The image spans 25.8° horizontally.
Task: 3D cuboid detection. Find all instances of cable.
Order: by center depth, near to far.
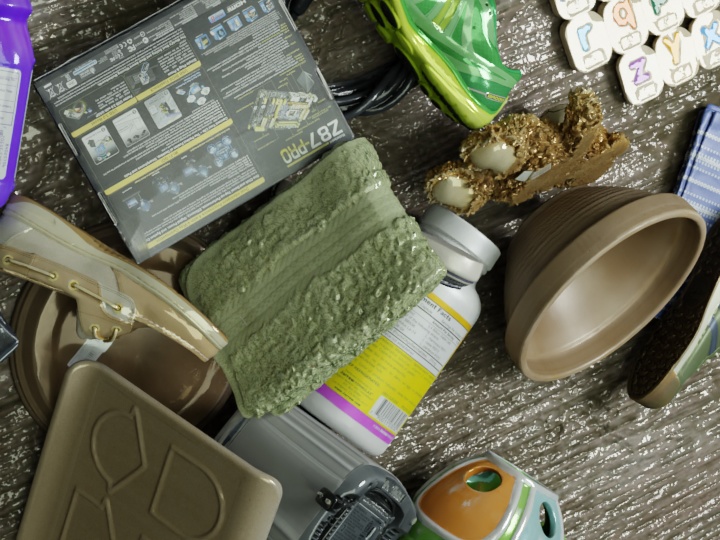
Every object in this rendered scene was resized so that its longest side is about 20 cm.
[{"bbox_3d":[0.000,-0.214,1.272,0.199,0.051,0.164,-31,110,-13],"label":"cable"}]

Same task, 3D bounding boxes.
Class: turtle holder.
[{"bbox_3d":[0.121,0.240,1.367,0.185,0.141,0.132,33,88,-24],"label":"turtle holder"}]

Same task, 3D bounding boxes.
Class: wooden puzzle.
[{"bbox_3d":[-0.163,0.189,1.226,0.046,0.199,0.186,-22,137,-60],"label":"wooden puzzle"}]

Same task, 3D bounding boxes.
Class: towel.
[{"bbox_3d":[-0.041,0.007,1.203,0.199,0.036,0.149,-37,71,16],"label":"towel"},{"bbox_3d":[0.339,-0.040,1.464,0.144,0.024,0.202,17,96,-26],"label":"towel"}]

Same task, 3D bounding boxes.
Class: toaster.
[{"bbox_3d":[-0.046,0.180,1.264,0.114,0.129,0.200,-53,155,-5],"label":"toaster"}]

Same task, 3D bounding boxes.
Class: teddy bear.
[{"bbox_3d":[0.135,-0.101,1.302,0.199,0.145,0.067,-21,68,-29],"label":"teddy bear"}]

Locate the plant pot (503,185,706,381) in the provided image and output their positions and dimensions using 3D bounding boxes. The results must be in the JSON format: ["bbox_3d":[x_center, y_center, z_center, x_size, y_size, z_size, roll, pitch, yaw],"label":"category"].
[{"bbox_3d":[0.190,-0.006,1.346,0.200,0.093,0.201,-30,152,-18],"label":"plant pot"}]

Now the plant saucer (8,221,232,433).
[{"bbox_3d":[-0.183,0.059,1.269,0.198,0.029,0.202,-5,104,-20],"label":"plant saucer"}]

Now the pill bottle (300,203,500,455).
[{"bbox_3d":[0.031,0.046,1.310,0.104,0.104,0.201,37,86,-24],"label":"pill bottle"}]

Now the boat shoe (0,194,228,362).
[{"bbox_3d":[-0.196,0.021,1.195,0.199,0.074,0.069,32,82,4],"label":"boat shoe"}]

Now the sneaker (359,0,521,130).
[{"bbox_3d":[0.058,-0.206,1.240,0.083,0.074,0.200,-42,118,-11],"label":"sneaker"}]

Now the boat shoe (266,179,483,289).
[{"bbox_3d":[0.000,0.000,1.250,0.074,0.199,0.093,18,94,-56],"label":"boat shoe"}]

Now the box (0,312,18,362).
[{"bbox_3d":[-0.358,0.000,1.092,0.123,0.198,0.200,-43,113,-6],"label":"box"}]

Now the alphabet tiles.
[{"bbox_3d":[0.256,-0.257,1.385,0.199,0.015,0.197,-27,110,-15],"label":"alphabet tiles"}]

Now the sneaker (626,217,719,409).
[{"bbox_3d":[0.329,0.050,1.432,0.090,0.067,0.201,31,87,-22],"label":"sneaker"}]

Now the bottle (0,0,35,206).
[{"bbox_3d":[-0.284,-0.149,1.162,0.083,0.065,0.202,9,97,-10],"label":"bottle"}]

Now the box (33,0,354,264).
[{"bbox_3d":[-0.127,-0.124,1.216,0.199,0.049,0.162,-31,98,-7],"label":"box"}]
